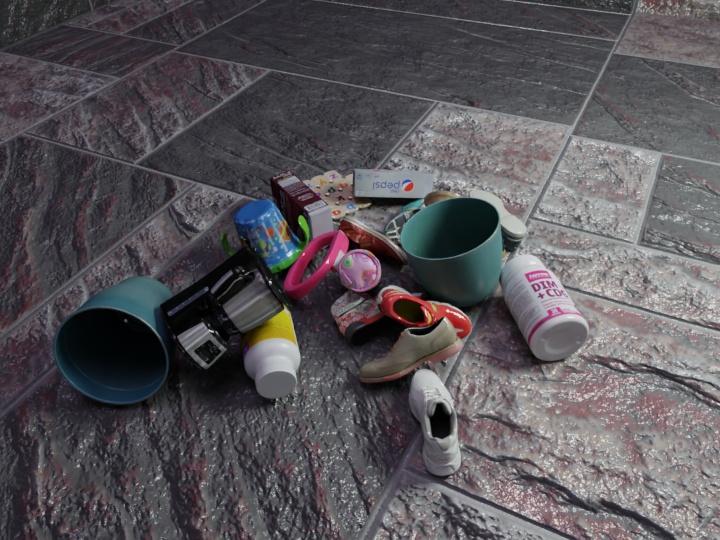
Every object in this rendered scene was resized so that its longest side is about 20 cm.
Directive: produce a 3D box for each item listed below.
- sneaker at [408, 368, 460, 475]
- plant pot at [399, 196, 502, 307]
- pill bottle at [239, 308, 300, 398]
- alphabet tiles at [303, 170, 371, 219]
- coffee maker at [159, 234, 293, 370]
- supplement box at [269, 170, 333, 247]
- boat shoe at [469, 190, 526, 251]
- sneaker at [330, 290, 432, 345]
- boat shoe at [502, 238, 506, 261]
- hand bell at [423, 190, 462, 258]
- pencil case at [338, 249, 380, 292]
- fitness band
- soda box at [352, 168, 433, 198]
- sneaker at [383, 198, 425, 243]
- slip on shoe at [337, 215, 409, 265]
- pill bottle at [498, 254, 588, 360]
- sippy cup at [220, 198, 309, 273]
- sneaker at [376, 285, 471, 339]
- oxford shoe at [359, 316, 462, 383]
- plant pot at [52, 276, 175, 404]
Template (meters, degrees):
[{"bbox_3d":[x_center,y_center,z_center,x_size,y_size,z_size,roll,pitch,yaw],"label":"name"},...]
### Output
[{"bbox_3d":[0.129,0.232,1.050,0.077,0.100,0.201,-7,41,-6],"label":"sneaker"},{"bbox_3d":[0.196,-0.025,1.271,0.199,0.162,0.201,-14,36,10],"label":"plant pot"},{"bbox_3d":[-0.170,0.138,1.172,0.103,0.105,0.201,-11,41,-9],"label":"pill bottle"},{"bbox_3d":[-0.068,-0.197,1.629,0.199,0.015,0.196,-25,45,-24],"label":"alphabet tiles"},{"bbox_3d":[-0.245,0.059,1.135,0.199,0.135,0.192,-34,24,-4],"label":"coffee maker"},{"bbox_3d":[-0.141,-0.144,1.499,0.061,0.109,0.200,-24,44,-23],"label":"supplement box"},{"bbox_3d":[0.316,-0.121,1.483,0.072,0.062,0.200,-14,43,-21],"label":"boat shoe"},{"bbox_3d":[0.039,0.068,1.273,0.200,0.068,0.108,-23,47,-19],"label":"sneaker"},{"bbox_3d":[0.267,-0.090,1.451,0.074,0.063,0.200,-21,42,-18],"label":"boat shoe"},{"bbox_3d":[0.175,-0.066,1.403,0.103,0.104,0.201,8,66,13],"label":"hand bell"},{"bbox_3d":[0.000,0.000,1.265,0.087,0.088,0.200,-2,1,1],"label":"pencil case"},{"bbox_3d":[-0.096,-0.018,1.348,0.143,0.037,0.201,-25,28,31],"label":"fitness band"},{"bbox_3d":[0.080,-0.219,1.580,0.198,0.064,0.068,1,15,-6],"label":"soda box"},{"bbox_3d":[0.124,-0.122,1.505,0.079,0.078,0.199,11,33,45],"label":"sneaker"},{"bbox_3d":[0.027,-0.058,1.432,0.199,0.074,0.061,30,84,25],"label":"slip on shoe"},{"bbox_3d":[0.349,0.067,1.222,0.112,0.114,0.201,-9,41,-8],"label":"pill bottle"},{"bbox_3d":[-0.214,-0.081,1.389,0.177,0.131,0.140,-31,35,-16],"label":"sippy cup"},{"bbox_3d":[0.123,0.093,1.187,0.199,0.078,0.085,19,6,-13],"label":"sneaker"},{"bbox_3d":[0.081,0.143,1.141,0.199,0.074,0.071,-24,13,7],"label":"oxford shoe"},{"bbox_3d":[-0.432,0.110,1.165,0.198,0.201,0.188,-2,26,0],"label":"plant pot"}]
